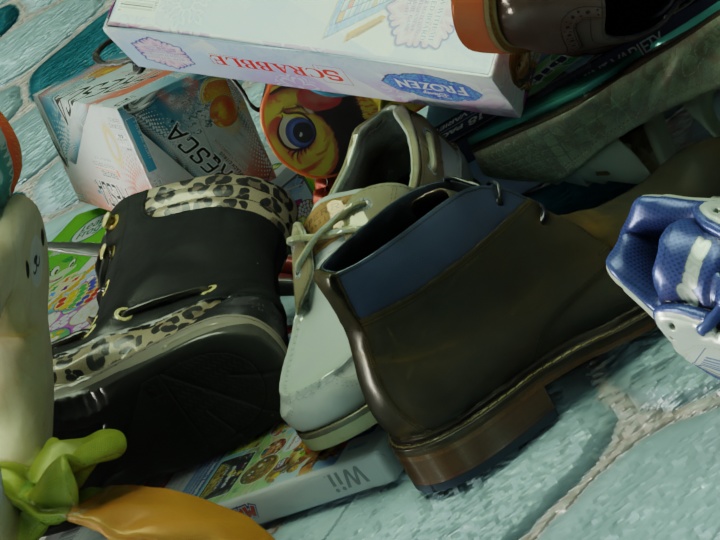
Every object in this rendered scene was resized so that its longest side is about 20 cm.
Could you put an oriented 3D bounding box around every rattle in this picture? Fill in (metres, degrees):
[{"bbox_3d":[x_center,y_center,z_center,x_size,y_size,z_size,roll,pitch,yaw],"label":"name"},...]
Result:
[{"bbox_3d":[-0.108,0.015,1.139,0.142,0.130,0.201,-5,67,24],"label":"rattle"}]

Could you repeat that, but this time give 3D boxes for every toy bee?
[{"bbox_3d":[-0.006,-0.088,1.353,0.199,0.109,0.131,-7,25,29],"label":"toy bee"}]

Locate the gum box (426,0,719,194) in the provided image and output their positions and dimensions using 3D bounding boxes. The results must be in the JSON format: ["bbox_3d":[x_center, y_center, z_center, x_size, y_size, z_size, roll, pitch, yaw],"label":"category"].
[{"bbox_3d":[0.116,-0.116,1.390,0.169,0.045,0.200,-29,18,18],"label":"gum box"}]

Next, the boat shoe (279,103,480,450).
[{"bbox_3d":[0.000,0.000,1.198,0.074,0.069,0.200,-24,21,25],"label":"boat shoe"}]

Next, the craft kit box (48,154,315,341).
[{"bbox_3d":[-0.130,0.025,1.462,0.199,0.049,0.198,-15,24,45],"label":"craft kit box"}]

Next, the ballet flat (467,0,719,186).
[{"bbox_3d":[0.131,-0.070,1.218,0.199,0.063,0.067,-29,0,34],"label":"ballet flat"}]

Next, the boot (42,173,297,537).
[{"bbox_3d":[-0.114,0.035,1.274,0.199,0.073,0.151,-23,28,19],"label":"boot"}]

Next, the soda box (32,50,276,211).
[{"bbox_3d":[-0.110,-0.070,1.478,0.063,0.069,0.200,-26,13,-15],"label":"soda box"}]

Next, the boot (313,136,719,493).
[{"bbox_3d":[0.072,-0.013,1.117,0.200,0.097,0.075,-42,20,-22],"label":"boot"}]

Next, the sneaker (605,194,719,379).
[{"bbox_3d":[0.136,0.019,0.914,0.076,0.088,0.200,-68,15,1],"label":"sneaker"}]

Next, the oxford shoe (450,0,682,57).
[{"bbox_3d":[0.111,-0.120,1.203,0.072,0.072,0.200,7,16,27],"label":"oxford shoe"}]

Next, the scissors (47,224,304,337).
[{"bbox_3d":[-0.072,-0.008,1.375,0.199,0.014,0.073,17,54,39],"label":"scissors"}]

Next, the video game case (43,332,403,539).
[{"bbox_3d":[-0.040,0.068,1.235,0.199,0.018,0.143,-21,22,35],"label":"video game case"}]

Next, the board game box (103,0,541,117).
[{"bbox_3d":[0.007,-0.175,1.281,0.198,0.041,0.201,10,71,28],"label":"board game box"}]
